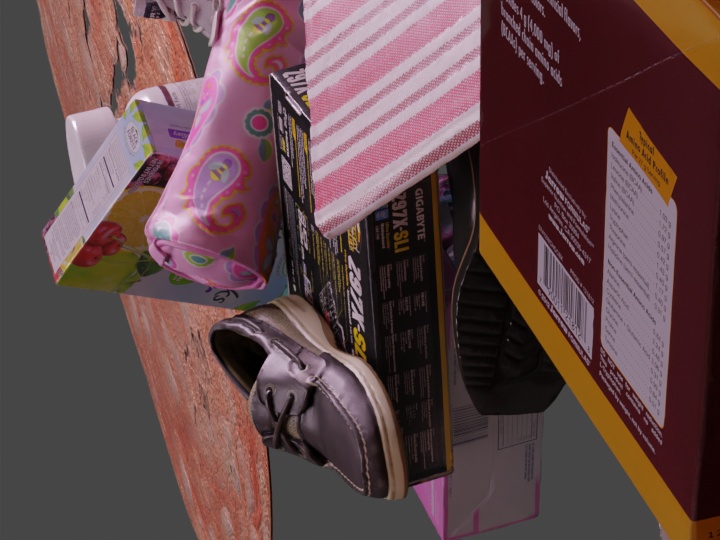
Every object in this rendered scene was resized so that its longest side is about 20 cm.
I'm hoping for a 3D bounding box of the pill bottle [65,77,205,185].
[{"bbox_3d":[-0.108,-0.087,1.483,0.110,0.199,0.110,167,90,-76],"label":"pill bottle"}]

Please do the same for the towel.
[{"bbox_3d":[0.029,-0.128,1.039,0.146,0.030,0.201,-33,48,39],"label":"towel"}]

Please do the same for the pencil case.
[{"bbox_3d":[-0.070,-0.090,1.253,0.087,0.087,0.201,139,148,-74],"label":"pencil case"}]

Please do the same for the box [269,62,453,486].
[{"bbox_3d":[0.000,0.000,1.162,0.160,0.049,0.201,-130,31,-54],"label":"box"}]

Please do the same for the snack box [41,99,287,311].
[{"bbox_3d":[-0.099,-0.039,1.405,0.142,0.199,0.053,-48,48,35],"label":"snack box"}]

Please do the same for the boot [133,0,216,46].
[{"bbox_3d":[-0.105,-0.175,1.352,0.074,0.095,0.201,113,139,-69],"label":"boot"}]

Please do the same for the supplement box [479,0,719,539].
[{"bbox_3d":[0.135,-0.051,0.693,0.197,0.132,0.201,-120,22,-51],"label":"supplement box"}]

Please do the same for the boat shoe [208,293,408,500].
[{"bbox_3d":[-0.031,0.076,1.127,0.200,0.065,0.074,-138,39,-61],"label":"boat shoe"}]

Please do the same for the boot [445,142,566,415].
[{"bbox_3d":[0.075,-0.035,1.099,0.138,0.077,0.201,-127,39,-70],"label":"boot"}]

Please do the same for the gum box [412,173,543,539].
[{"bbox_3d":[0.059,0.048,1.211,0.114,0.066,0.201,-120,22,-48],"label":"gum box"}]

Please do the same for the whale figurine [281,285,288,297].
[{"bbox_3d":[-0.011,0.035,1.384,0.200,0.103,0.160,-109,29,-74],"label":"whale figurine"}]
